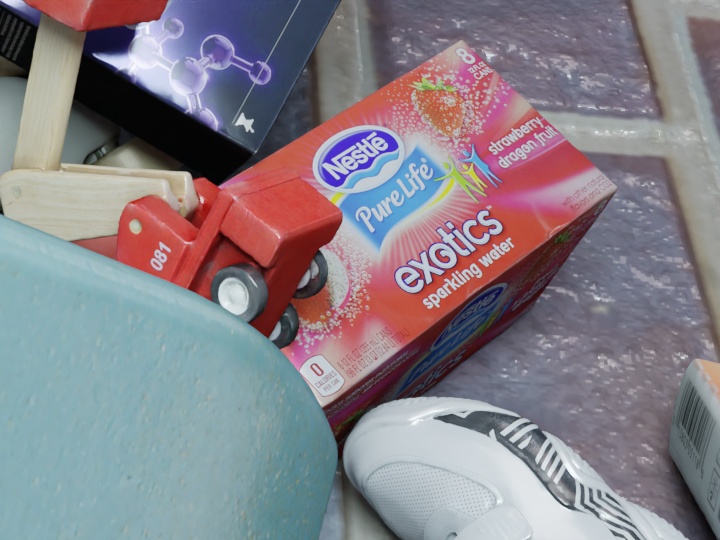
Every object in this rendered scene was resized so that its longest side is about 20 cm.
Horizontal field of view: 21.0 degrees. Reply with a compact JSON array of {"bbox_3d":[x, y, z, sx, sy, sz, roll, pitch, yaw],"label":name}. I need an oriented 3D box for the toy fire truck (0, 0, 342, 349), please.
[{"bbox_3d":[-0.084,-0.018,0.698,0.141,0.200,0.049,38,28,17],"label":"toy fire truck"}]

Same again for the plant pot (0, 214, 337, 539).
[{"bbox_3d":[-0.119,0.079,0.572,0.196,0.197,0.200,13,-1,43],"label":"plant pot"}]

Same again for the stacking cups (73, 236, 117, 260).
[{"bbox_3d":[-0.146,0.055,0.732,0.060,0.061,0.200,24,52,14],"label":"stacking cups"}]

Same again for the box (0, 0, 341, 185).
[{"bbox_3d":[-0.063,-0.159,0.792,0.141,0.079,0.200,30,76,-13],"label":"box"}]

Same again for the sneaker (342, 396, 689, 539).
[{"bbox_3d":[0.058,0.127,0.705,0.200,0.075,0.115,32,43,18],"label":"sneaker"}]

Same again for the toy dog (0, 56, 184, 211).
[{"bbox_3d":[-0.173,-0.039,0.827,0.200,0.096,0.132,-9,74,-45],"label":"toy dog"}]

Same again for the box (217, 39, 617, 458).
[{"bbox_3d":[0.000,0.000,0.807,0.100,0.096,0.200,45,50,13],"label":"box"}]

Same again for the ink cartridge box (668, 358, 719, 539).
[{"bbox_3d":[0.231,0.095,0.747,0.199,0.050,0.162,8,15,-5],"label":"ink cartridge box"}]
